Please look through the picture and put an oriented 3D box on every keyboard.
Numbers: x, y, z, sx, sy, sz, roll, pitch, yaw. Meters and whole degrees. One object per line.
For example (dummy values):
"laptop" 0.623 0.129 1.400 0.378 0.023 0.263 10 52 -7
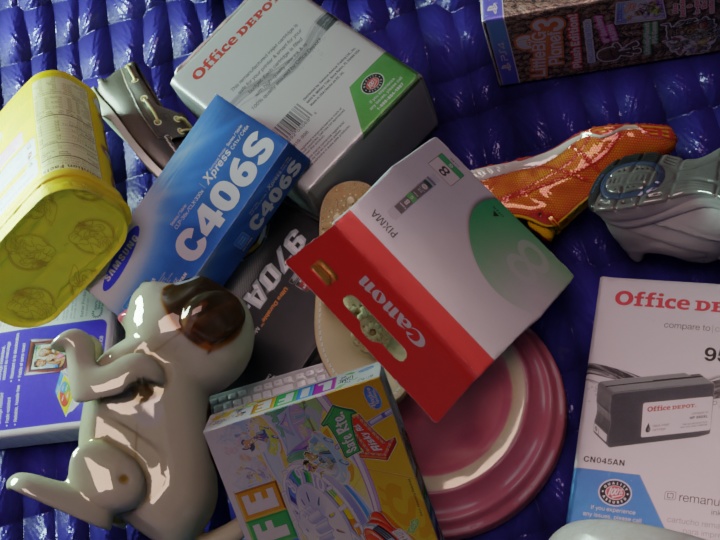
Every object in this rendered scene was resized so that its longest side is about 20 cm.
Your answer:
"keyboard" -0.080 0.116 0.988 0.198 0.011 0.057 -17 62 12

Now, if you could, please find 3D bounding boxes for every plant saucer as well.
"plant saucer" 0.061 0.108 0.980 0.199 0.051 0.202 -7 61 13

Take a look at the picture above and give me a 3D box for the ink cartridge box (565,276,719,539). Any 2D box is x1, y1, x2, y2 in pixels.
"ink cartridge box" 0.235 0.113 0.904 0.143 0.084 0.202 4 64 18

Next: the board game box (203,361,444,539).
"board game box" -0.015 0.180 0.902 0.133 0.034 0.202 -18 103 8

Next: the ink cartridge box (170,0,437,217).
"ink cartridge box" -0.052 -0.154 1.130 0.147 0.083 0.200 -45 61 -8

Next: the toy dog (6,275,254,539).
"toy dog" -0.150 0.099 0.940 0.192 0.140 0.202 18 78 9

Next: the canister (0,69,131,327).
"canister" -0.279 -0.069 1.089 0.148 0.086 0.201 -44 38 18

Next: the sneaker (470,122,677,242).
"sneaker" 0.170 -0.067 1.037 0.199 0.073 0.078 -21 75 13

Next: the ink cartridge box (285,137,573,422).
"ink cartridge box" 0.058 -0.002 0.932 0.161 0.200 0.050 46 127 4

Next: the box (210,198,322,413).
"box" -0.091 0.040 1.063 0.158 0.046 0.201 29 76 27

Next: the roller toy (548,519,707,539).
"roller toy" 0.192 0.253 0.790 0.181 0.200 0.141 6 65 34

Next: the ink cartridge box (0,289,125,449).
"ink cartridge box" -0.304 0.061 1.120 0.198 0.043 0.200 -6 61 12

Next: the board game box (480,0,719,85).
"board game box" 0.208 -0.270 1.102 0.198 0.097 0.161 -8 61 13

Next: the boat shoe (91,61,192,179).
"boat shoe" -0.187 -0.127 1.165 0.060 0.072 0.202 -43 56 -2

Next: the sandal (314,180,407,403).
"sandal" -0.006 0.001 0.979 0.077 0.070 0.213 -10 53 3

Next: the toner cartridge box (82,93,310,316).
"toner cartridge box" -0.138 -0.040 1.047 0.095 0.043 0.201 34 89 31

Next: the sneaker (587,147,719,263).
"sneaker" 0.278 -0.049 0.953 0.199 0.087 0.075 0 49 39
